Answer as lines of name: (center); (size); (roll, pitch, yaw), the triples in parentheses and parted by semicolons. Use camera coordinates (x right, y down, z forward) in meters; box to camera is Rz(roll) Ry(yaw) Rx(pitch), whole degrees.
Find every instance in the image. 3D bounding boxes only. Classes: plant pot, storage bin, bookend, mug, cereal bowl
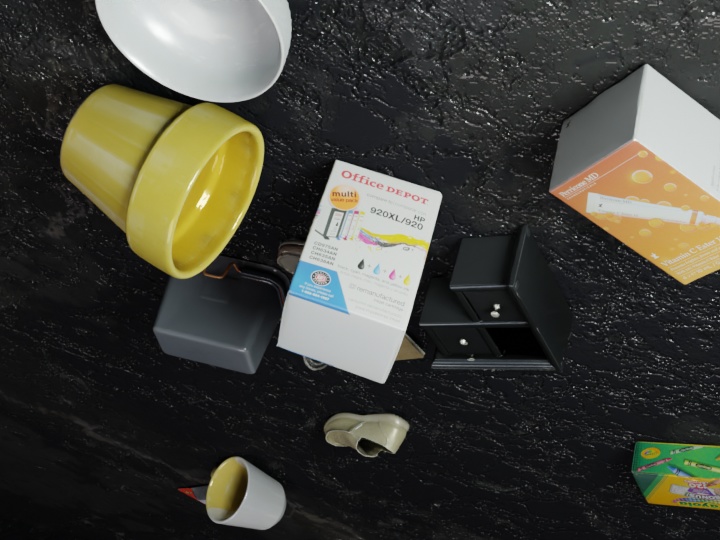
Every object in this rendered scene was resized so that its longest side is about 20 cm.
plant pot: (-0.242, -0.123, 1.150); (0.187, 0.202, 0.202); (29, 152, 13)
storage bin: (-0.216, 0.063, 1.468); (0.196, 0.136, 0.146); (11, 149, 10)
bookend: (0.154, 0.043, 1.276); (0.195, 0.093, 0.201); (-2, 143, 31)
mug: (-0.256, 0.511, 2.238); (0.149, 0.188, 0.152); (-42, 131, 20)
cereal bowl: (-0.156, -0.265, 0.962); (0.196, 0.084, 0.201); (14, 149, 9)

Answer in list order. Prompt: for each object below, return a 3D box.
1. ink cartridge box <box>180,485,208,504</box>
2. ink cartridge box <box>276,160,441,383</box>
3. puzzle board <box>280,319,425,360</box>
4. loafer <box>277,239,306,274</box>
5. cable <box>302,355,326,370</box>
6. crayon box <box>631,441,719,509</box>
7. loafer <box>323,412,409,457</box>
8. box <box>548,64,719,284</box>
ink cartridge box: (-0.367, 0.613, 2.513); (0.198, 0.058, 0.162); (-21, 132, 41)
ink cartridge box: (0.000, 0.000, 1.186); (0.145, 0.203, 0.145); (18, 148, 1)
puzzle board: (-0.015, 0.100, 1.535); (0.197, 0.018, 0.151); (-9, 138, 38)
loafer: (-0.029, 0.019, 1.366); (0.197, 0.064, 0.072); (21, 150, -5)
cable: (-0.021, 0.044, 1.316); (0.097, 0.201, 0.050); (41, 180, -17)
crayon box: (0.549, 0.332, 1.557); (0.197, 0.059, 0.119); (-2, 143, 31)
loafer: (0.002, 0.309, 1.806); (0.198, 0.069, 0.075); (-15, 136, 43)
box: (0.308, -0.091, 0.975); (0.198, 0.099, 0.124); (30, 148, -18)
